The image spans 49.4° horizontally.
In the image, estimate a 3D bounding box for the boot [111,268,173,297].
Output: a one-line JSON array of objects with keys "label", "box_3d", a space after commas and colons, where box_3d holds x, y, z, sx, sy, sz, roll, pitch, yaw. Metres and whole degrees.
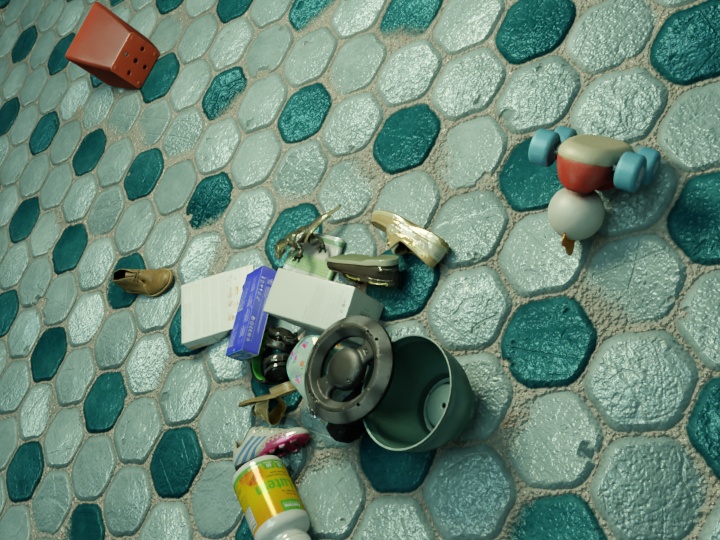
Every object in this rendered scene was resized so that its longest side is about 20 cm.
[{"label": "boot", "box_3d": [-0.575, 0.025, 2.059, 0.199, 0.075, 0.074, -6, 66, 35]}]

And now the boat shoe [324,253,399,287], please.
[{"label": "boat shoe", "box_3d": [0.000, 0.000, 1.617, 0.201, 0.071, 0.061, 5, 105, 48]}]

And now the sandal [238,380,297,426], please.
[{"label": "sandal", "box_3d": [-0.184, 0.286, 1.623, 0.211, 0.077, 0.070, -31, 73, 46]}]

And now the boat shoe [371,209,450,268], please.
[{"label": "boat shoe", "box_3d": [0.086, -0.063, 1.574, 0.200, 0.074, 0.069, 28, 84, 41]}]

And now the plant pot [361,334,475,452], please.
[{"label": "plant pot", "box_3d": [0.118, 0.228, 1.376, 0.200, 0.134, 0.201, -23, 55, 37]}]

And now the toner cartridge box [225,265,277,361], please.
[{"label": "toner cartridge box", "box_3d": [-0.242, 0.096, 1.752, 0.095, 0.043, 0.201, -25, 48, 56]}]

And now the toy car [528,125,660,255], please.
[{"label": "toy car", "box_3d": [0.382, -0.126, 1.342, 0.184, 0.177, 0.201, 22, 114, 29]}]

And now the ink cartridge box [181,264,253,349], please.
[{"label": "ink cartridge box", "box_3d": [-0.334, 0.086, 1.875, 0.199, 0.050, 0.163, -15, 60, 13]}]

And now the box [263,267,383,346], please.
[{"label": "box", "box_3d": [-0.075, 0.076, 1.593, 0.199, 0.124, 0.098, 13, 79, 33]}]

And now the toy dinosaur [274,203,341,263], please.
[{"label": "toy dinosaur", "box_3d": [-0.118, -0.068, 1.721, 0.199, 0.047, 0.088, -31, 51, 21]}]

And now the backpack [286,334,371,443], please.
[{"label": "backpack", "box_3d": [-0.047, 0.212, 1.519, 0.167, 0.126, 0.200, -48, 56, 7]}]

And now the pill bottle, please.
[{"label": "pill bottle", "box_3d": [-0.165, 0.469, 1.515, 0.111, 0.111, 0.200, -45, 50, 13]}]

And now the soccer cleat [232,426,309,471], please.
[{"label": "soccer cleat", "box_3d": [-0.192, 0.350, 1.616, 0.199, 0.070, 0.087, -31, 57, 25]}]

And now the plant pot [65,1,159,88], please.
[{"label": "plant pot", "box_3d": [-0.750, -0.676, 2.436, 0.176, 0.200, 0.201, 30, 91, 29]}]

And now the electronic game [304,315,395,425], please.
[{"label": "electronic game", "box_3d": [-0.022, 0.178, 1.413, 0.199, 0.042, 0.201, -17, 60, 32]}]

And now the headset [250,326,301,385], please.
[{"label": "headset", "box_3d": [-0.181, 0.174, 1.668, 0.199, 0.094, 0.124, -19, 60, 44]}]

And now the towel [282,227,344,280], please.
[{"label": "towel", "box_3d": [-0.124, 0.009, 1.738, 0.149, 0.031, 0.201, 16, 81, 42]}]
